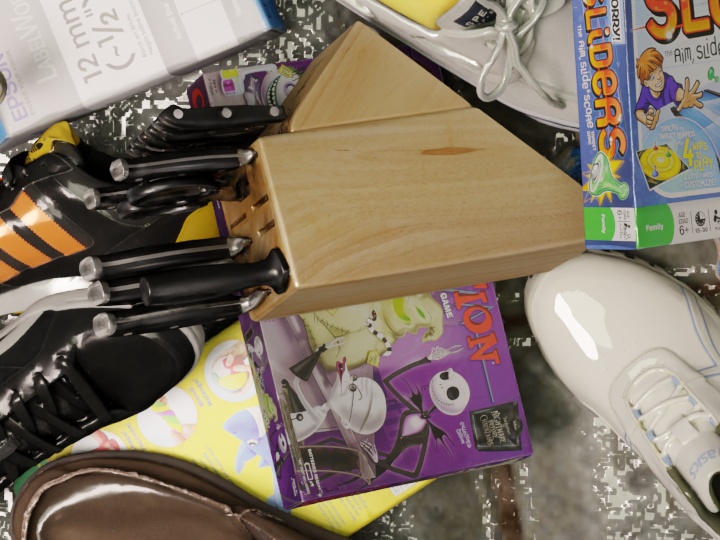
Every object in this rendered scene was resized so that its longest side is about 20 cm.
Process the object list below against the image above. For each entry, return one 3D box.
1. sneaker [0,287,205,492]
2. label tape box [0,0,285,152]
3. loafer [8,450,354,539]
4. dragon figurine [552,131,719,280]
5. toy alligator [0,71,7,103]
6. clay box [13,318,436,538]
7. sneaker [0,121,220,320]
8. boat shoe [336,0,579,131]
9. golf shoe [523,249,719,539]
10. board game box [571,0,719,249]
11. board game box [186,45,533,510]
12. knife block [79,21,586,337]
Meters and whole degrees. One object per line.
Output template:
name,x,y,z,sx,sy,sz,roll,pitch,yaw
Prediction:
sneaker,-0.162,0.082,1.235,0.199,0.112,0.073,-17,130,28
label tape box,-0.154,-0.140,1.285,0.199,0.066,0.144,-22,93,5
loafer,-0.066,0.133,1.249,0.199,0.071,0.073,14,96,6
dragon figurine,0.128,-0.085,1.269,0.099,0.059,0.201,-17,94,6
toy alligator,-0.216,-0.070,1.273,0.200,0.054,0.059,-23,119,42
clay box,-0.054,0.089,1.306,0.200,0.048,0.115,-33,90,8
sneaker,-0.157,-0.027,1.284,0.199,0.070,0.090,-3,112,-1
boat shoe,0.056,-0.117,1.197,0.202,0.086,0.075,29,98,-1
golf shoe,0.154,0.067,1.262,0.200,0.097,0.078,44,99,1
board game box,0.176,-0.086,1.212,0.200,0.034,0.136,-9,97,-39
board game box,0.000,0.000,1.257,0.120,0.032,0.201,-10,81,-27
knife block,-0.016,-0.009,1.204,0.200,0.064,0.176,36,67,-10
